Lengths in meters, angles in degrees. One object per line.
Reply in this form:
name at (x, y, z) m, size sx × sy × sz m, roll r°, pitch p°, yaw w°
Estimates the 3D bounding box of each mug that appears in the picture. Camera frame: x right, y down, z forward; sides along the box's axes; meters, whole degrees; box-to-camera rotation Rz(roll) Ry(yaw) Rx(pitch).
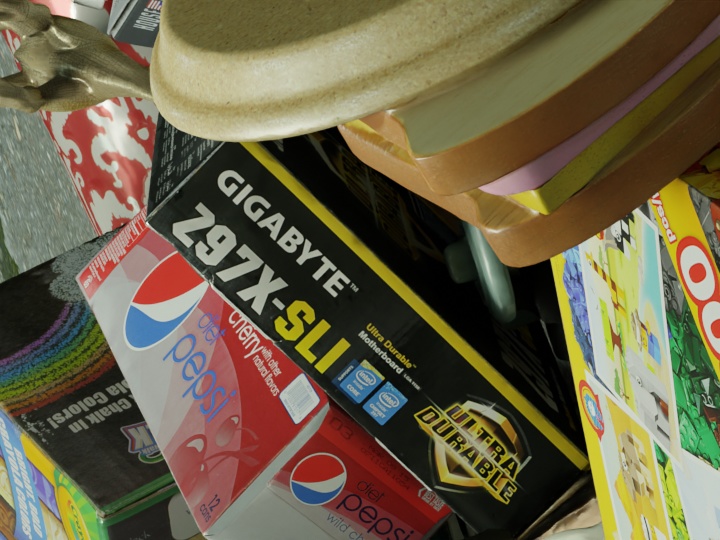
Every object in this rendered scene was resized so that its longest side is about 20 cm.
mug at (-0.071, -0.083, 1.341) m, size 0.133 × 0.177 × 0.201 m, roll -9°, pitch 109°, yaw 39°

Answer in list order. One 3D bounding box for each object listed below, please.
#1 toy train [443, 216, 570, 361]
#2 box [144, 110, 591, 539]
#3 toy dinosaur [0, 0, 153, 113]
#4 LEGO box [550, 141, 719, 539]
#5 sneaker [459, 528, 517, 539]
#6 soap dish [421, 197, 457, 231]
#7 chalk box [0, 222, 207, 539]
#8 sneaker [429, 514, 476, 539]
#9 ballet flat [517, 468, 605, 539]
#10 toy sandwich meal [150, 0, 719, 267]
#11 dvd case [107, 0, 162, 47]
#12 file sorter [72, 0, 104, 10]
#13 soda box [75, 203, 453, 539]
toy train at (0.047, -0.071, 0.934) m, size 0.114 × 0.085 × 0.201 m, roll -111°, pitch 1°, yaw -76°
box at (0.000, 0.000, 0.988) m, size 0.160 × 0.049 × 0.200 m, roll 45°, pitch -172°, yaw -11°
toy dinosaur at (-0.116, -0.084, 1.173) m, size 0.200 × 0.101 × 0.059 m, roll 19°, pitch 99°, yaw 59°
LEGO box at (0.121, 0.040, 0.794) m, size 0.149 × 0.077 × 0.201 m, roll -136°, pitch 29°, yaw -60°
sneaker at (0.049, 0.132, 0.860) m, size 0.200 × 0.076 × 0.112 m, roll 149°, pitch 107°, yaw -66°
soap dish at (-0.017, -0.070, 1.161) m, size 0.157 × 0.081 × 0.201 m, roll -138°, pitch 32°, yaw -62°
chalk box at (-0.078, 0.092, 1.212) m, size 0.200 × 0.124 × 0.124 m, roll 42°, pitch 149°, yaw 41°
sneaker at (0.030, 0.079, 1.084) m, size 0.200 × 0.080 × 0.072 m, roll -66°, pitch -43°, yaw -77°
ballet flat at (0.060, 0.117, 0.975) m, size 0.200 × 0.072 × 0.068 m, roll -46°, pitch 69°, yaw 42°
toy sandwich meal at (0.035, -0.079, 0.776) m, size 0.070 × 0.205 × 0.205 m, roll 57°, pitch 173°, yaw -26°
dvd case at (-0.052, -0.192, 1.036) m, size 0.150 × 0.025 × 0.201 m, roll 149°, pitch 132°, yaw -76°
file sorter at (-0.134, -0.218, 1.109) m, size 0.139 × 0.124 × 0.201 m, roll 165°, pitch 116°, yaw -83°
soda box at (-0.036, 0.040, 1.013) m, size 0.070 × 0.063 × 0.200 m, roll 39°, pitch -172°, yaw -30°
